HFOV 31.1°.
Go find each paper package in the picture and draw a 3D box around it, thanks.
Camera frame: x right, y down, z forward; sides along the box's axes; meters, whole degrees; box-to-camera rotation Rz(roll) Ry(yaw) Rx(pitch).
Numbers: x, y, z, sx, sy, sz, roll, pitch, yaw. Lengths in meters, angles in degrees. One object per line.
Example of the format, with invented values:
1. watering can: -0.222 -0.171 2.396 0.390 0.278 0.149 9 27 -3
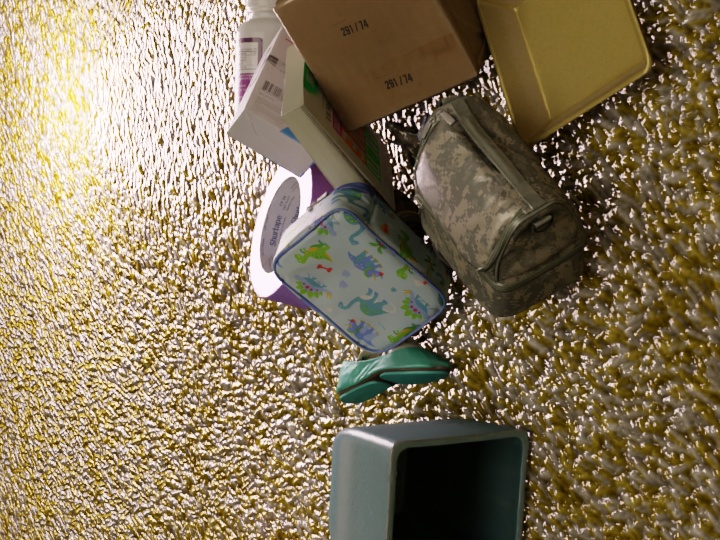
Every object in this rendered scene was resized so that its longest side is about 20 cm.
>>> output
1. paper package: 0.032 -0.287 1.526 0.199 0.104 0.191 -21 110 33

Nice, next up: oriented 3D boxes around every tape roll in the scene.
1. tape roll: -0.080 -0.053 1.737 0.200 0.065 0.202 -46 36 49

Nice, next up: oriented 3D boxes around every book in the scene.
1. book: -0.029 -0.171 1.597 0.048 0.200 0.134 -23 41 22

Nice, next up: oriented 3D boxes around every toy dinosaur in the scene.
1. toy dinosaur: 0.097 -0.106 1.576 0.102 0.076 0.202 76 173 -84

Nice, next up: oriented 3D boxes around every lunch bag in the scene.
1. lunch bag: 0.148 -0.078 1.411 0.201 0.139 0.168 56 165 33
2. lunch bag: 0.000 0.000 1.592 0.161 0.200 0.083 -39 20 32

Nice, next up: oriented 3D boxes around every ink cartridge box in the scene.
1. ink cartridge box: -0.082 -0.235 1.685 0.068 0.115 0.201 -42 22 52

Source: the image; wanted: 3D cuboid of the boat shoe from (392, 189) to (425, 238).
1. boat shoe: 0.012 -0.023 1.682 0.200 0.072 0.068 -51 45 34

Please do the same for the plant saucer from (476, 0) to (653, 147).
1. plant saucer: 0.231 -0.262 1.421 0.200 0.048 0.202 -31 67 46

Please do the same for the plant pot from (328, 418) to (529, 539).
1. plant pot: 0.060 0.270 1.549 0.199 0.195 0.198 15 103 57

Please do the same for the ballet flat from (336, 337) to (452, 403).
1. ballet flat: 0.038 0.118 1.659 0.199 0.067 0.071 -22 61 46

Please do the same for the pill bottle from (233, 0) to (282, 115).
1. pill bottle: -0.119 -0.283 1.790 0.112 0.112 0.202 7 96 50

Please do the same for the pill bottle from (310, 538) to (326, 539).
1. pill bottle: -0.109 0.442 1.811 0.200 0.109 0.111 -31 68 46
